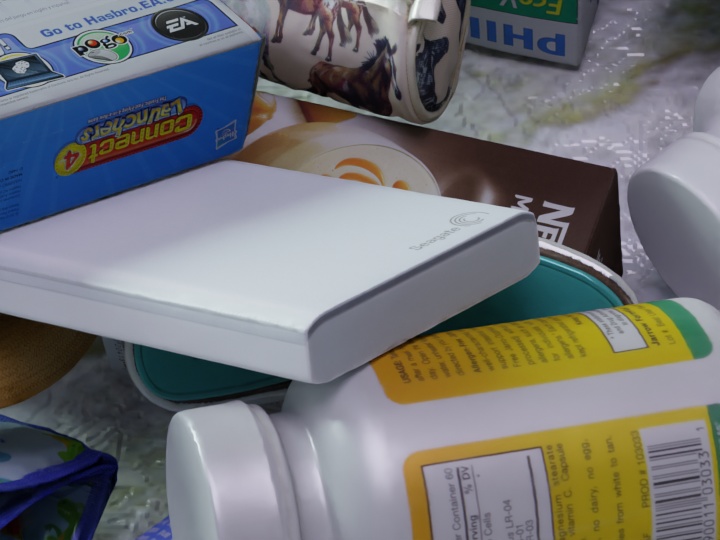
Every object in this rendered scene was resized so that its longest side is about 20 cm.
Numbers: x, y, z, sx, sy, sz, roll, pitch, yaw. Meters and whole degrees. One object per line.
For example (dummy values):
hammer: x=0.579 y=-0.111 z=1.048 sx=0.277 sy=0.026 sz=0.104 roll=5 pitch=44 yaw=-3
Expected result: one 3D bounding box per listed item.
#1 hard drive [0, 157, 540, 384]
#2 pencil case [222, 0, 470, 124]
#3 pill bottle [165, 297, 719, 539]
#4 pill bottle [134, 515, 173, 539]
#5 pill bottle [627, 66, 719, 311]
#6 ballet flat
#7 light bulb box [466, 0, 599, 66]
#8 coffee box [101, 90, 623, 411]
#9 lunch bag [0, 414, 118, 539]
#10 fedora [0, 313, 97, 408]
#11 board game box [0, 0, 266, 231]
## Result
hard drive: x=-0.053 y=-0.007 z=1.098 sx=0.199 sy=0.027 sz=0.132 roll=12 pitch=26 yaw=38
pencil case: x=-0.045 y=-0.119 z=1.268 sx=0.199 sy=0.089 sz=0.078 roll=15 pitch=83 yaw=23
pill bottle: x=0.037 y=0.077 z=1.053 sx=0.199 sy=0.113 sz=0.113 roll=-8 pitch=52 yaw=-14
pill bottle: x=-0.058 y=0.150 z=1.130 sx=0.200 sy=0.112 sz=0.112 roll=-35 pitch=58 yaw=-19
pill bottle: x=0.212 y=-0.062 z=1.260 sx=0.200 sy=0.111 sz=0.111 roll=-36 pitch=58 yaw=-19
ballet flat: x=0.009 y=0.020 z=1.153 sx=0.199 sy=0.070 sz=0.070 roll=-5 pitch=53 yaw=5
light bulb box: x=0.021 y=-0.215 z=1.335 sx=0.197 sy=0.200 sz=0.125 roll=11 pitch=55 yaw=13
coffee box: x=0.000 y=0.000 z=1.253 sx=0.199 sy=0.080 sz=0.115 roll=13 pitch=57 yaw=14
lunch bag: x=-0.214 y=0.114 z=1.172 sx=0.169 sy=0.128 sz=0.200 roll=17 pitch=43 yaw=20
fedora: x=-0.194 y=-0.009 z=1.185 sx=0.200 sy=0.082 sz=0.201 roll=18 pitch=44 yaw=-19
board game box: x=-0.175 y=-0.094 z=1.148 sx=0.200 sy=0.056 sz=0.196 roll=-20 pitch=47 yaw=-34
